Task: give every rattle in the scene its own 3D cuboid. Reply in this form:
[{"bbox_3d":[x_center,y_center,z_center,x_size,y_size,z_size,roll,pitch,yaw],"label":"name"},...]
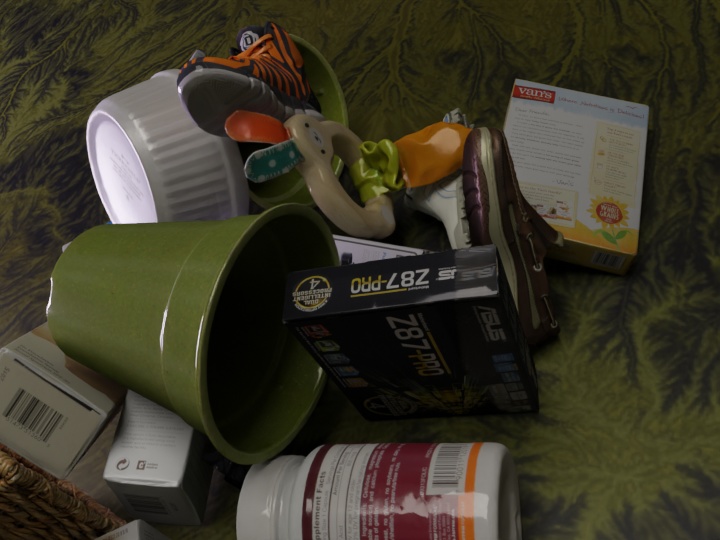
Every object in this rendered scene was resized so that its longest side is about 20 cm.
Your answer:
[{"bbox_3d":[-0.004,-0.116,0.717,0.142,0.200,0.131,-11,58,37],"label":"rattle"}]

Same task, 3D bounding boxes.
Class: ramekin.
[{"bbox_3d":[-0.210,-0.103,0.811,0.094,0.203,0.202,-25,41,-32],"label":"ramekin"}]

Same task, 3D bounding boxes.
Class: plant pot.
[{"bbox_3d":[-0.148,-0.168,0.917,0.184,0.201,0.201,5,54,41],"label":"plant pot"},{"bbox_3d":[-0.143,0.035,0.627,0.189,0.200,0.200,9,57,25],"label":"plant pot"}]

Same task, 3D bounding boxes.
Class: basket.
[{"bbox_3d":[-0.308,0.189,0.668,0.149,0.200,0.143,-31,49,-1],"label":"basket"}]

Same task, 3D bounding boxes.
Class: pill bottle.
[{"bbox_3d":[0.015,0.190,0.585,0.199,0.114,0.114,-5,51,20],"label":"pill bottle"}]

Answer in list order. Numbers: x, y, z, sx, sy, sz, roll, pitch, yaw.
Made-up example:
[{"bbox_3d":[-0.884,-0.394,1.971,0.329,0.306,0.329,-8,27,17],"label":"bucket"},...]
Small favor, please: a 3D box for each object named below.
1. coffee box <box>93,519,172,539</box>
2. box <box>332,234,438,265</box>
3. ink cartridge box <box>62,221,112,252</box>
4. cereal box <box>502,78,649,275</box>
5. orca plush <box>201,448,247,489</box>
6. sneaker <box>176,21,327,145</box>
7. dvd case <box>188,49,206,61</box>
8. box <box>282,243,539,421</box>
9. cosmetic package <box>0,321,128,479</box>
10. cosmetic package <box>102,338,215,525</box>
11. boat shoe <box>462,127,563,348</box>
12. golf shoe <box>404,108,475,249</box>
[{"bbox_3d":[-0.190,0.316,0.594,0.114,0.080,0.200,-27,47,2],"label":"coffee box"},{"bbox_3d":[0.000,0.000,0.732,0.199,0.116,0.060,11,92,34],"label":"box"},{"bbox_3d":[-0.262,0.028,0.871,0.116,0.067,0.200,-27,47,-1],"label":"ink cartridge box"},{"bbox_3d":[0.205,-0.099,0.762,0.143,0.040,0.200,14,56,7],"label":"cereal box"},{"bbox_3d":[-0.094,0.114,0.749,0.105,0.071,0.201,20,60,-17],"label":"orca plush"},{"bbox_3d":[-0.113,-0.190,0.743,0.077,0.200,0.112,-25,76,23],"label":"sneaker"},{"bbox_3d":[-0.276,-0.193,1.039,0.143,0.018,0.201,-33,33,48],"label":"dvd case"},{"bbox_3d":[0.049,0.060,0.618,0.161,0.200,0.049,-8,55,16],"label":"box"},{"bbox_3d":[-0.267,0.101,0.713,0.071,0.105,0.200,-54,8,5],"label":"cosmetic package"},{"bbox_3d":[-0.169,0.123,0.721,0.074,0.102,0.201,4,54,4],"label":"cosmetic package"},{"bbox_3d":[0.137,-0.028,0.673,0.075,0.203,0.075,-11,20,-2],"label":"boat shoe"},{"bbox_3d":[0.093,-0.074,0.813,0.097,0.078,0.201,-29,41,29],"label":"golf shoe"}]
